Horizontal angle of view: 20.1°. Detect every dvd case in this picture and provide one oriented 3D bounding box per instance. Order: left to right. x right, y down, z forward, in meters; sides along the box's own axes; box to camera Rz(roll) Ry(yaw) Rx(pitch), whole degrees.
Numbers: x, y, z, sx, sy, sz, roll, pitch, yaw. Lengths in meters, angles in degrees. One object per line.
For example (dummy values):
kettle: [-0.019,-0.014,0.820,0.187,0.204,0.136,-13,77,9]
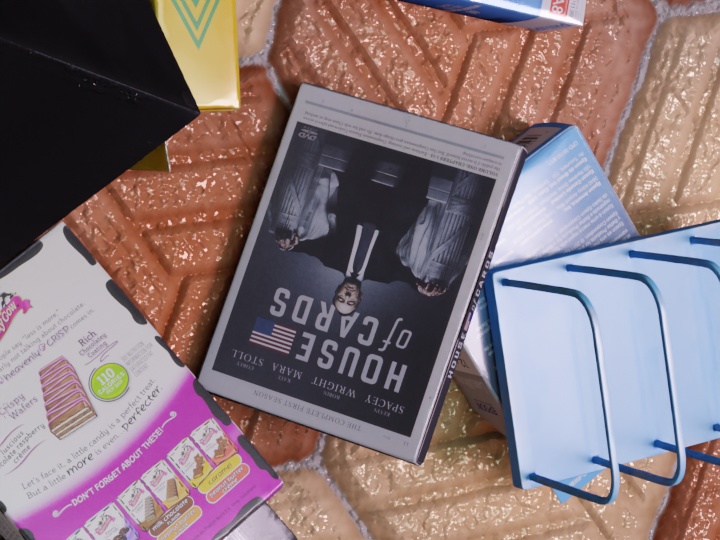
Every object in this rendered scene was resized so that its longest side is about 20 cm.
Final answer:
dvd case: [0.000,0.000,1.231,0.150,0.025,0.201,17,85,19]

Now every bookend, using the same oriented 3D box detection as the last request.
bookend: [-0.224,-0.082,1.041,0.199,0.200,0.092,15,44,-59]

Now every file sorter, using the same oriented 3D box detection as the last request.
file sorter: [0.198,0.053,1.246,0.199,0.123,0.139,-12,98,-22]

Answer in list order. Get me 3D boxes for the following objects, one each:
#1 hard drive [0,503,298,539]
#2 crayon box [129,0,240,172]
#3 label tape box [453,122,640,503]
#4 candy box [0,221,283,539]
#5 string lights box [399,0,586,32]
hard drive: [-0.145,0.188,1.208,0.200,0.033,0.140,-47,110,-24]
crayon box: [-0.114,-0.158,1.167,0.051,0.127,0.201,-4,96,-22]
label tape box: [0.121,0.026,1.311,0.143,0.066,0.200,-37,109,-16]
candy box: [-0.161,0.093,1.160,0.136,0.061,0.200,-39,89,-22]
string lights box: [0.047,-0.218,1.266,0.199,0.059,0.103,8,89,-23]
